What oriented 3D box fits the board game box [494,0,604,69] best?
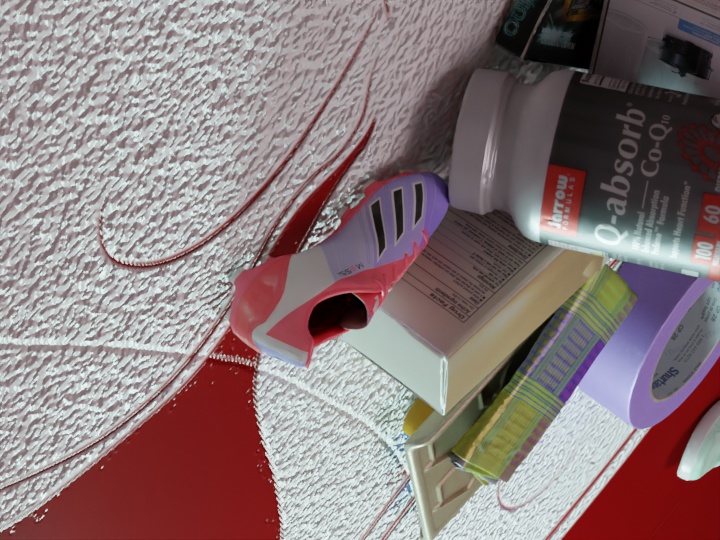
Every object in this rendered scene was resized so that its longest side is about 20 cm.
[{"bbox_3d":[0.175,-0.204,1.341,0.199,0.028,0.136,-2,123,-59],"label":"board game box"}]

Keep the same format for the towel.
[{"bbox_3d":[0.144,0.084,1.530,0.201,0.023,0.144,-55,157,1],"label":"towel"}]

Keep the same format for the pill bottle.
[{"bbox_3d":[0.164,-0.067,1.267,0.116,0.198,0.117,12,90,-79],"label":"pill bottle"}]

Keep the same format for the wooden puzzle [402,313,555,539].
[{"bbox_3d":[0.097,0.110,1.563,0.185,0.046,0.201,-45,157,-19],"label":"wooden puzzle"}]

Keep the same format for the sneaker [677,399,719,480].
[{"bbox_3d":[0.447,0.194,2.161,0.200,0.118,0.074,-32,148,-36],"label":"sneaker"}]

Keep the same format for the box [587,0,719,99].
[{"bbox_3d":[0.218,-0.120,1.339,0.060,0.116,0.201,-48,157,-40],"label":"box"}]

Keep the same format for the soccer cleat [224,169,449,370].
[{"bbox_3d":[0.000,0.000,1.229,0.199,0.076,0.067,-31,145,-39],"label":"soccer cleat"}]

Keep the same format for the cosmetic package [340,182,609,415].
[{"bbox_3d":[0.086,-0.005,1.340,0.200,0.105,0.071,-39,150,-26],"label":"cosmetic package"}]

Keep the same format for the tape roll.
[{"bbox_3d":[0.282,0.044,1.771,0.200,0.065,0.201,-39,149,-29],"label":"tape roll"}]
